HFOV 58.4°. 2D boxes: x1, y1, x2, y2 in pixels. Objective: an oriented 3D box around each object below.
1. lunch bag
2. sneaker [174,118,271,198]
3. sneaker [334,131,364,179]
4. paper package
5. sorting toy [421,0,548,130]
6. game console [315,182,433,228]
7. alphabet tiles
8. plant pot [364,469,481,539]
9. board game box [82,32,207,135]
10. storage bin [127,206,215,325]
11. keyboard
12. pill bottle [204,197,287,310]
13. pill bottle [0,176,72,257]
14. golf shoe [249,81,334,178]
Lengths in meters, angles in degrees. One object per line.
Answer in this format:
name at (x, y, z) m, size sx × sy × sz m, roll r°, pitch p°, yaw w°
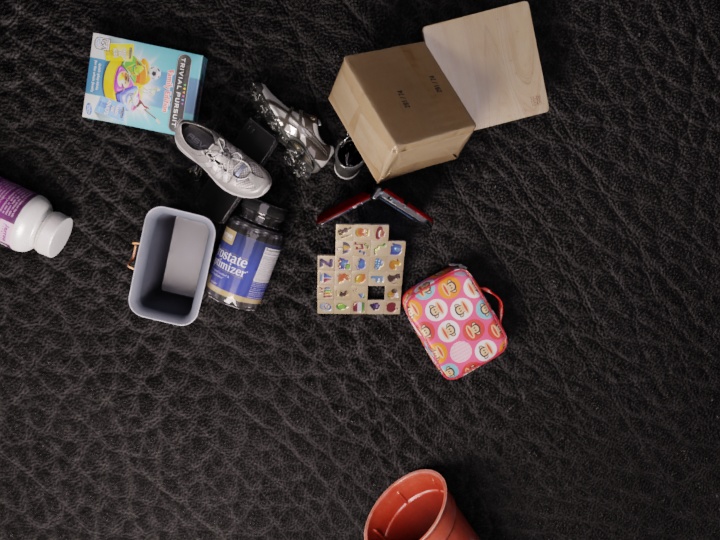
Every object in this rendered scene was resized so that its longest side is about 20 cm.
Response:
lunch bag at (0.194, 0.094, 1.266) m, size 0.176 × 0.082 × 0.201 m, roll -29°, pitch 98°, yaw 1°
sneaker at (-0.249, -0.196, 1.138) m, size 0.199 × 0.082 × 0.075 m, roll 31°, pitch 81°, yaw 0°
sneaker at (0.012, -0.262, 1.196) m, size 0.070 × 0.099 × 0.201 m, roll 27°, pitch 95°, yaw -5°
paper package at (0.072, -0.276, 1.120) m, size 0.190 × 0.104 × 0.201 m, roll -20°, pitch 71°, yaw -28°
sorting toy at (0.228, -0.371, 1.207) m, size 0.198 × 0.070 × 0.201 m, roll -14°, pitch 99°, yaw -1°
game console at (0.022, -0.093, 1.170) m, size 0.172 × 0.200 × 0.119 m, roll 32°, pitch 96°, yaw -7°
alphabet tiles at (0.000, 0.000, 1.242) m, size 0.166 × 0.008 × 0.201 m, roll 1°, pitch 120°, yaw -3°
plant pot at (0.143, 0.541, 1.284) m, size 0.200 × 0.201 × 0.196 m, roll -38°, pitch 107°, yaw 3°
board game box at (-0.396, -0.338, 1.189) m, size 0.199 × 0.047 × 0.152 m, roll 10°, pitch 98°, yaw -4°
storage bin at (-0.343, -0.017, 1.195) m, size 0.145 × 0.134 × 0.201 m, roll 13°, pitch 97°, yaw -5°
keyboard at (-0.249, -0.196, 1.209) m, size 0.127 × 0.021 × 0.200 m, roll 40°, pitch 100°, yaw 15°
pill bottle at (-0.210, -0.035, 1.211) m, size 0.111 × 0.112 × 0.201 m, roll 20°, pitch 97°, yaw -6°
pill bottle at (-0.640, -0.102, 1.177) m, size 0.199 × 0.112 × 0.113 m, roll 25°, pitch 96°, yaw -6°
golf shoe at (-0.129, -0.274, 1.209) m, size 0.094 × 0.078 × 0.200 m, roll -37°, pitch 98°, yaw -20°
